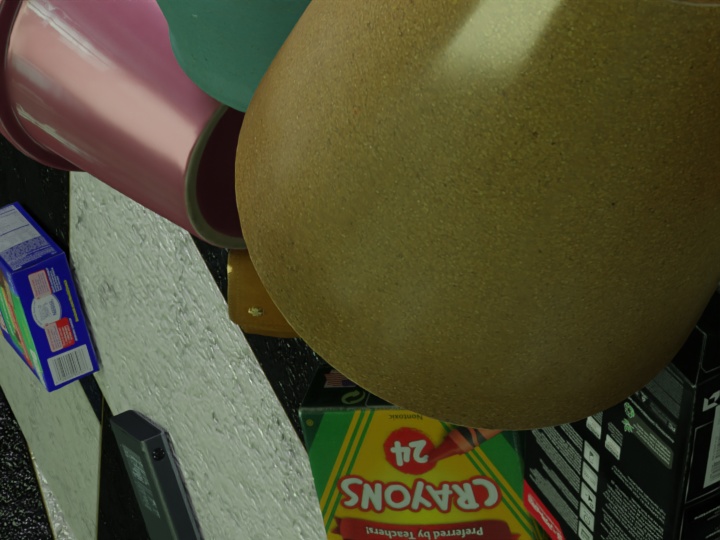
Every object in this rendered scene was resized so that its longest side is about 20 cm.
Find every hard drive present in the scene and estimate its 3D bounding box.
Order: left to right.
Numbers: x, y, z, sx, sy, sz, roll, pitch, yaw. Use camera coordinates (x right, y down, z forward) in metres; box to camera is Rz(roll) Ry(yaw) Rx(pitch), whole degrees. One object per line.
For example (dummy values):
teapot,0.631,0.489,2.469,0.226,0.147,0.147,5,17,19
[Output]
hard drive,-0.225,0.266,1.954,0.140,0.033,0.200,15,124,65

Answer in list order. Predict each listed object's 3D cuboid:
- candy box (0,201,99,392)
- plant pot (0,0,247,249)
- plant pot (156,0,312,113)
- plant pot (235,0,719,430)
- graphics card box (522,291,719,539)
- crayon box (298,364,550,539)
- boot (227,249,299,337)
candy box,-0.404,0.030,2.106,0.200,0.077,0.169,37,144,57
plant pot,-0.092,-0.113,0.910,0.179,0.200,0.200,43,149,33
plant pot,-0.021,-0.175,0.738,0.200,0.200,0.188,53,156,36
plant pot,0.065,-0.068,0.556,0.187,0.186,0.200,62,158,16
graphics card box,0.131,0.078,0.822,0.125,0.051,0.200,50,154,42
crayon box,0.046,0.150,1.010,0.051,0.127,0.200,-66,-31,-57
boot,0.000,0.000,0.931,0.201,0.144,0.071,106,169,-64
